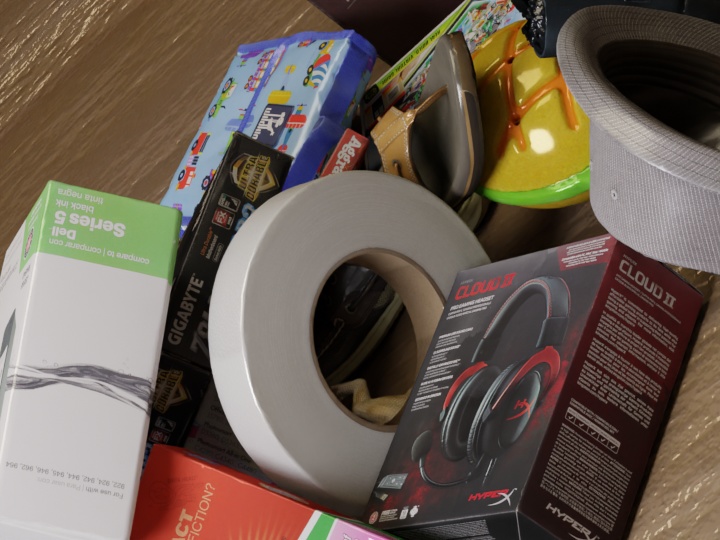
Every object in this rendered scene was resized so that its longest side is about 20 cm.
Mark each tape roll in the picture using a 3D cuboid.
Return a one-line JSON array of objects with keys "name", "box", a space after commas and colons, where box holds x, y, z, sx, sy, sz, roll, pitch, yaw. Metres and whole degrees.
[{"name": "tape roll", "box": [0.003, 0.043, 1.603, 0.037, 0.203, 0.203, -16, 45, 52]}]

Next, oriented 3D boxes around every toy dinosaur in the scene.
[{"name": "toy dinosaur", "box": [0.022, 0.097, 1.693, 0.101, 0.058, 0.200, -5, 44, 42]}]

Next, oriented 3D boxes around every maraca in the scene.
[{"name": "maraca", "box": [0.132, -0.094, 1.666, 0.200, 0.107, 0.137, 14, 69, 48]}]

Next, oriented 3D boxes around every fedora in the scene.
[{"name": "fedora", "box": [0.183, -0.060, 1.509, 0.200, 0.176, 0.091, 55, 134, 51]}]

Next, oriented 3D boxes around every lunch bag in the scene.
[{"name": "lunch bag", "box": [-0.050, -0.082, 1.914, 0.151, 0.094, 0.200, -64, 16, -12]}]

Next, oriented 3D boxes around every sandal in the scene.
[{"name": "sandal", "box": [0.029, -0.070, 1.676, 0.200, 0.054, 0.082, 124, 135, -59]}]

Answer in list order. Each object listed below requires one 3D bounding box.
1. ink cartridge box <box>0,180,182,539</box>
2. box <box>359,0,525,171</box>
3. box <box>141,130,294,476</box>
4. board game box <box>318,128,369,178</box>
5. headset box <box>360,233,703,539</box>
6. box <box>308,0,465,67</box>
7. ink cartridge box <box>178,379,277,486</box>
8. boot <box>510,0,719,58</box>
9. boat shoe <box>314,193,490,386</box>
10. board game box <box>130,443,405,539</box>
[{"name": "ink cartridge box", "box": [-0.170, 0.069, 1.584, 0.145, 0.084, 0.201, 137, 144, -66]}, {"name": "box", "box": [0.082, -0.141, 1.876, 0.200, 0.035, 0.110, -41, 29, 24]}, {"name": "box", "box": [-0.116, 0.046, 1.740, 0.199, 0.050, 0.200, 118, 172, -46]}, {"name": "board game box", "box": [-0.034, -0.021, 1.837, 0.103, 0.019, 0.200, -60, -2, -14]}, {"name": "headset box", "box": [0.098, 0.072, 1.552, 0.148, 0.075, 0.201, -14, 47, 53]}, {"name": "box", "box": [0.002, -0.279, 1.984, 0.166, 0.200, 0.164, -48, 27, 11]}, {"name": "ink cartridge box", "box": [-0.080, 0.109, 1.734, 0.116, 0.067, 0.201, 162, 130, -83]}, {"name": "boot", "box": [0.173, -0.202, 1.653, 0.077, 0.167, 0.201, 93, 179, -46]}, {"name": "boat shoe", "box": [0.000, 0.000, 1.809, 0.200, 0.065, 0.073, -51, 27, 8]}, {"name": "board game box", "box": [-0.051, 0.201, 1.526, 0.199, 0.040, 0.154, 19, 89, 26]}]
